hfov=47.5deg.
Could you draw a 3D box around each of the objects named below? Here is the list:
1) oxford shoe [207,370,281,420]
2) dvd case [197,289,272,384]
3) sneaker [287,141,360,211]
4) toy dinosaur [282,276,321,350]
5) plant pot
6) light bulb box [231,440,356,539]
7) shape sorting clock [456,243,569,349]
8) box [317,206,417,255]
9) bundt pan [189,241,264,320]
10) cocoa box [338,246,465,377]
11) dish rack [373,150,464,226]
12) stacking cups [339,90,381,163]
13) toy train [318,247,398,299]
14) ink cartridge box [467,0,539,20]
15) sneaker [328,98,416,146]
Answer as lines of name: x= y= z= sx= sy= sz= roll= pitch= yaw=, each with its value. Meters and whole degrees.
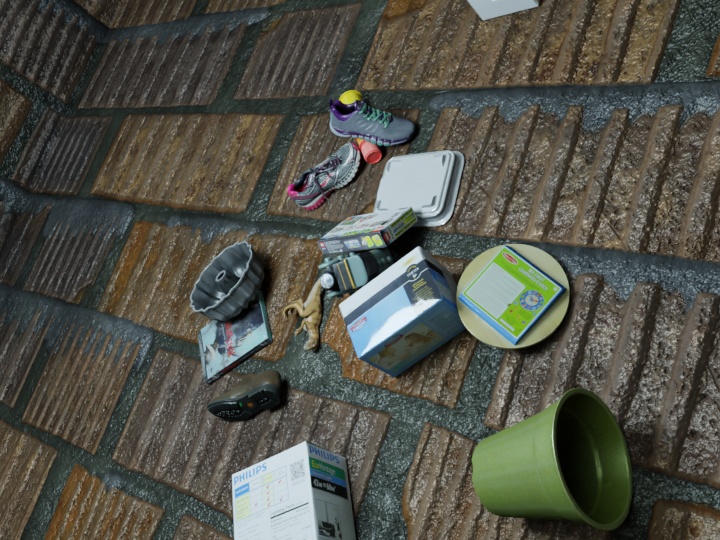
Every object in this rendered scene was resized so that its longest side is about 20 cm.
oxford shoe: x=-0.245 y=0.266 z=1.761 sx=0.198 sy=0.073 sz=0.085 roll=-21 pitch=39 yaw=26
dvd case: x=-0.292 y=0.152 z=1.887 sx=0.199 sy=0.022 sz=0.147 roll=-35 pitch=49 yaw=21
sneaker: x=-0.080 y=-0.218 z=1.873 sx=0.200 sy=0.074 sz=0.081 roll=-43 pitch=47 yaw=17
toy dinosaur: x=-0.106 y=0.079 z=1.761 sx=0.105 sy=0.060 sz=0.202 roll=3 pitch=72 yaw=14
plant pot: x=0.276 y=0.298 z=1.238 sx=0.189 sy=0.199 sz=0.202 roll=-26 pitch=51 yaw=43
light bulb box: x=-0.124 y=0.453 z=1.505 sx=0.197 sy=0.124 sz=0.202 roll=-29 pitch=50 yaw=25
shape sorting clock: x=0.267 y=0.044 z=1.443 sx=0.198 sy=0.039 sz=0.202 roll=-8 pitch=64 yaw=17
box: x=0.012 y=-0.081 z=1.693 sx=0.199 sy=0.035 sz=0.110 roll=-5 pitch=27 yaw=49
bundt pan: x=-0.300 y=0.034 z=1.900 sx=0.201 sy=0.076 sz=0.203 roll=-31 pitch=35 yaw=24
cocoa box: x=0.085 y=0.081 z=1.531 sx=0.199 sy=0.133 sz=0.132 roll=-36 pitch=51 yaw=18
dish rack: x=0.113 y=-0.176 z=1.718 sx=0.198 sy=0.043 sz=0.174 roll=-1 pitch=67 yaw=40
stacking cups: x=0.002 y=-0.331 z=1.883 sx=0.060 sy=0.060 sz=0.201 roll=-35 pitch=49 yaw=19
toy train: x=0.000 y=0.000 z=1.621 sx=0.113 sy=0.199 sz=0.086 roll=-18 pitch=89 yaw=28
ink cartridge box: x=0.324 y=-0.663 z=1.785 sx=0.144 sy=0.083 sz=0.202 roll=-3 pitch=65 yaw=39
sneaker: x=0.023 y=-0.330 z=1.800 sx=0.197 sy=0.088 sz=0.075 roll=7 pitch=58 yaw=11
